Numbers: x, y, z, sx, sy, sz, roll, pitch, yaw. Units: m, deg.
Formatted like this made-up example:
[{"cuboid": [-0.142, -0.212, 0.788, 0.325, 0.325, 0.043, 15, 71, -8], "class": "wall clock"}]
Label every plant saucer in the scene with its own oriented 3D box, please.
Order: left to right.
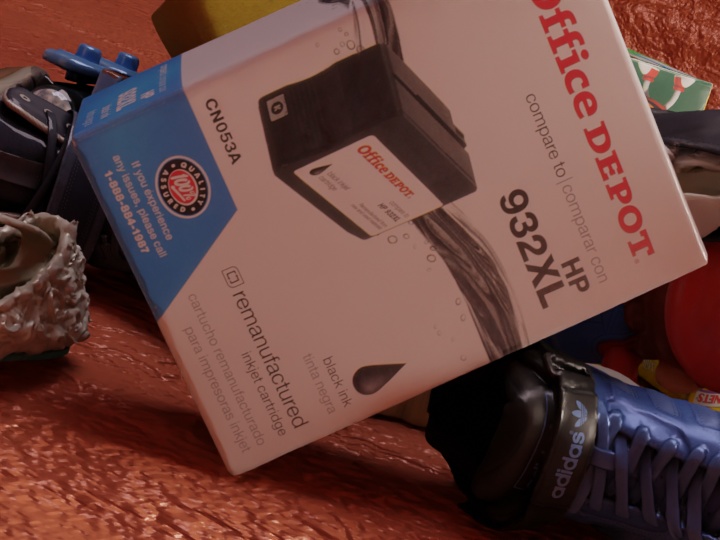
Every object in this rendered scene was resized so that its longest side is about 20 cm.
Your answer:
[{"cuboid": [-0.008, -0.117, 0.973, 0.198, 0.049, 0.200, 1, 3, -11], "class": "plant saucer"}]

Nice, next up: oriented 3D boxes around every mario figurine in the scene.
[{"cuboid": [0.137, 0.026, 0.871, 0.199, 0.124, 0.106, 8, 29, 43], "class": "mario figurine"}]

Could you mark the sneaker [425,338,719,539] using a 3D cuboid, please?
[{"cuboid": [0.104, 0.080, 0.679, 0.111, 0.077, 0.200, 10, 12, -39], "class": "sneaker"}]

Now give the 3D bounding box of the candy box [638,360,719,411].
[{"cuboid": [0.193, 0.047, 1.090, 0.102, 0.027, 0.200, 8, 13, -21], "class": "candy box"}]

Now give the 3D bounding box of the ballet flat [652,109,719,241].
[{"cuboid": [0.108, -0.037, 0.807, 0.199, 0.074, 0.073, 0, -1, 37], "class": "ballet flat"}]

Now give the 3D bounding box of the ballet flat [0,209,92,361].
[{"cuboid": [-0.164, 0.008, 0.678, 0.071, 0.072, 0.200, 20, 13, 16], "class": "ballet flat"}]

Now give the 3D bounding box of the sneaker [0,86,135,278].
[{"cuboid": [-0.108, -0.024, 0.834, 0.145, 0.077, 0.202, 24, -2, -23], "class": "sneaker"}]

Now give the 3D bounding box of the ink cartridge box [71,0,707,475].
[{"cuboid": [0.011, -0.034, 0.689, 0.199, 0.146, 0.084, -24, 14, 1], "class": "ink cartridge box"}]

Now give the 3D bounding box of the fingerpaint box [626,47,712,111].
[{"cuboid": [0.154, -0.077, 1.266, 0.073, 0.168, 0.200, 15, 12, -14], "class": "fingerpaint box"}]

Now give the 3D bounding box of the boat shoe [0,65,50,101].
[{"cuboid": [-0.224, -0.082, 0.997, 0.071, 0.076, 0.200, 15, 10, 4], "class": "boat shoe"}]

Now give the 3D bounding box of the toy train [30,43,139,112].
[{"cuboid": [-0.117, -0.070, 1.022, 0.114, 0.087, 0.200, 23, 4, 14], "class": "toy train"}]

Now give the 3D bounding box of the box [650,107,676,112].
[{"cuboid": [0.100, -0.071, 0.976, 0.142, 0.036, 0.200, 3, 4, 29], "class": "box"}]

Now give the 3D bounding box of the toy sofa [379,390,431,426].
[{"cuboid": [0.000, 0.000, 0.886, 0.097, 0.083, 0.200, 14, 14, -23], "class": "toy sofa"}]
